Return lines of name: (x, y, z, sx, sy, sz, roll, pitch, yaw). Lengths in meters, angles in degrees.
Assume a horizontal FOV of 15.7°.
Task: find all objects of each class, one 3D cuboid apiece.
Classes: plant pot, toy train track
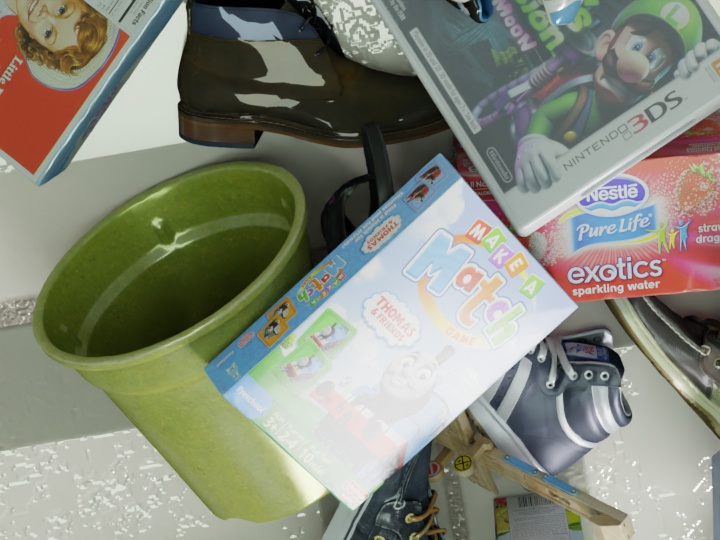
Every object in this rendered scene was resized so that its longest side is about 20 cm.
plant pot: (-0.086, 0.060, 1.732, 0.200, 0.201, 0.184, -25, 121, 8)
toy train track: (0.096, 0.143, 1.766, 0.033, 0.200, 0.115, -50, 142, -21)

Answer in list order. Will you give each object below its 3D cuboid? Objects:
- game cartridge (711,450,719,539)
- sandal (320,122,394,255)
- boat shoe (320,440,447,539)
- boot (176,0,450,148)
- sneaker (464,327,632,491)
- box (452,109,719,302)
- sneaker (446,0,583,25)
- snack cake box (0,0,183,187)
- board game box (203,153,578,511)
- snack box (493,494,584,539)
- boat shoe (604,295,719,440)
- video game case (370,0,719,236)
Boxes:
game cartridge: (0.339, 0.149, 1.804, 0.199, 0.040, 0.134, -15, 118, -13)
sandal: (0.000, 0.001, 1.694, 0.048, 0.075, 0.201, -5, 119, -8)
boat shoe: (0.032, 0.171, 1.775, 0.091, 0.071, 0.201, 31, 121, 9)
boot: (-0.024, -0.135, 1.707, 0.199, 0.075, 0.097, -3, 114, 2)
sneaker: (0.108, 0.052, 1.780, 0.108, 0.070, 0.200, -30, 115, 15)
box: (0.163, -0.042, 1.733, 0.199, 0.096, 0.100, -5, 110, 1)
sneaker: (0.051, -0.198, 1.652, 0.199, 0.072, 0.073, 12, 96, 25)
snack cake box: (-0.189, -0.170, 1.682, 0.115, 0.067, 0.200, 38, 106, 1)
board game box: (0.022, 0.042, 1.647, 0.200, 0.037, 0.151, -43, 130, 3)
snack box: (0.135, 0.270, 1.795, 0.067, 0.200, 0.169, -8, 110, 2)
boat shoe: (0.245, 0.064, 1.792, 0.066, 0.072, 0.201, -41, 111, 8)
video game case: (0.126, -0.152, 1.668, 0.182, 0.023, 0.200, -34, 72, 7)
